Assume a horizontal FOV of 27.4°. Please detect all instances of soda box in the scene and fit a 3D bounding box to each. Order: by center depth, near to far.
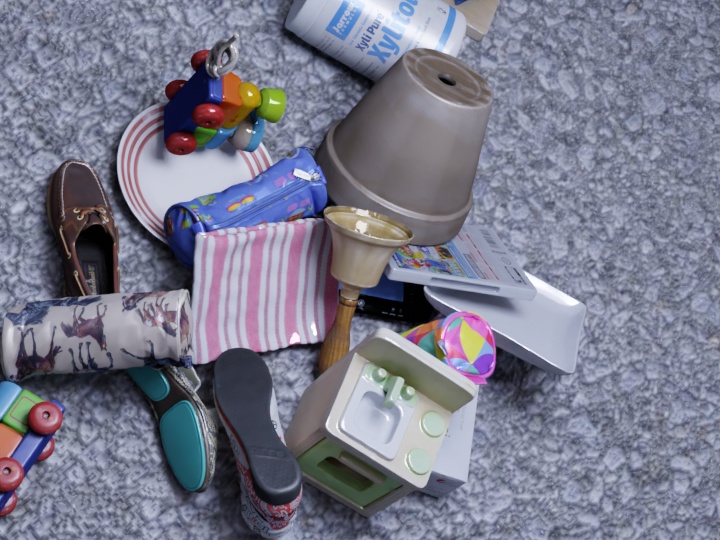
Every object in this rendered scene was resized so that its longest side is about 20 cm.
[{"bbox_3d":[0.094,0.155,1.713,0.063,0.068,0.201,20,59,-17],"label":"soda box"}]

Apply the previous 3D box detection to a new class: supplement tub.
[{"bbox_3d":[0.020,-0.311,1.858,0.199,0.132,0.133,27,57,-14],"label":"supplement tub"}]

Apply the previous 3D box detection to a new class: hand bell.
[{"bbox_3d":[-0.017,0.039,1.654,0.103,0.201,0.104,15,17,-5],"label":"hand bell"}]

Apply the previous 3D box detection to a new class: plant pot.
[{"bbox_3d":[0.067,-0.160,1.746,0.199,0.174,0.201,19,34,-13],"label":"plant pot"}]

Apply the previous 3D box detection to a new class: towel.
[{"bbox_3d":[-0.101,0.021,1.638,0.199,0.030,0.147,-8,108,-37],"label":"towel"}]

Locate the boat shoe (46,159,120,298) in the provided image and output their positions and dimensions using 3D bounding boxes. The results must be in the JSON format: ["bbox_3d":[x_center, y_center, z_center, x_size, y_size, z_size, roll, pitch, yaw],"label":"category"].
[{"bbox_3d":[-0.292,-0.034,1.597,0.070,0.070,0.201,-3,68,-28],"label":"boat shoe"}]

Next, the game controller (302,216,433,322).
[{"bbox_3d":[0.000,0.000,1.753,0.199,0.042,0.105,11,62,-23],"label":"game controller"}]

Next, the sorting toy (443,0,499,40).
[{"bbox_3d":[0.124,-0.449,2.015,0.199,0.070,0.200,30,57,-13],"label":"sorting toy"}]

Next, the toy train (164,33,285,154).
[{"bbox_3d":[-0.133,-0.195,1.644,0.115,0.200,0.085,10,63,-30],"label":"toy train"}]

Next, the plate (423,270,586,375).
[{"bbox_3d":[0.172,0.044,1.772,0.199,0.032,0.200,30,25,0],"label":"plate"}]

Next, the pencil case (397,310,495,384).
[{"bbox_3d":[0.063,0.106,1.639,0.088,0.200,0.089,13,68,-34],"label":"pencil case"}]

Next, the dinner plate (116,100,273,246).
[{"bbox_3d":[-0.189,-0.105,1.712,0.199,0.024,0.201,11,63,-23],"label":"dinner plate"}]

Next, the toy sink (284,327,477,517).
[{"bbox_3d":[0.014,0.170,1.583,0.130,0.200,0.112,32,56,-12],"label":"toy sink"}]

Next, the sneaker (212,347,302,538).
[{"bbox_3d":[-0.115,0.187,1.577,0.067,0.108,0.202,-11,50,-18],"label":"sneaker"}]

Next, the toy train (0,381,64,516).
[{"bbox_3d":[-0.384,0.192,1.437,0.115,0.085,0.201,31,56,0],"label":"toy train"}]

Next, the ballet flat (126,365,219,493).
[{"bbox_3d":[-0.192,0.137,1.577,0.075,0.068,0.201,-15,72,-55],"label":"ballet flat"}]

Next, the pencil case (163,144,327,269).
[{"bbox_3d":[-0.123,-0.072,1.667,0.199,0.087,0.078,-28,93,-34],"label":"pencil case"}]

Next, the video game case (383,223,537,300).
[{"bbox_3d":[0.098,-0.021,1.760,0.199,0.018,0.143,9,30,-27],"label":"video game case"}]

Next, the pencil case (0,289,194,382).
[{"bbox_3d":[-0.269,0.070,1.509,0.198,0.090,0.078,-5,26,0],"label":"pencil case"}]
